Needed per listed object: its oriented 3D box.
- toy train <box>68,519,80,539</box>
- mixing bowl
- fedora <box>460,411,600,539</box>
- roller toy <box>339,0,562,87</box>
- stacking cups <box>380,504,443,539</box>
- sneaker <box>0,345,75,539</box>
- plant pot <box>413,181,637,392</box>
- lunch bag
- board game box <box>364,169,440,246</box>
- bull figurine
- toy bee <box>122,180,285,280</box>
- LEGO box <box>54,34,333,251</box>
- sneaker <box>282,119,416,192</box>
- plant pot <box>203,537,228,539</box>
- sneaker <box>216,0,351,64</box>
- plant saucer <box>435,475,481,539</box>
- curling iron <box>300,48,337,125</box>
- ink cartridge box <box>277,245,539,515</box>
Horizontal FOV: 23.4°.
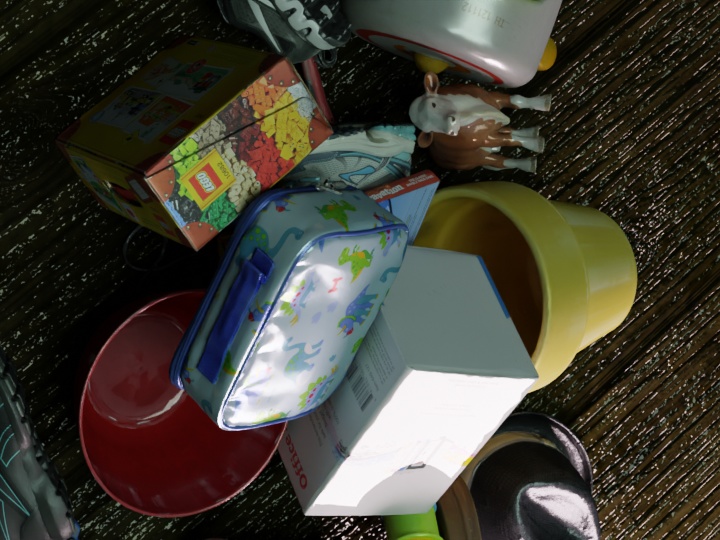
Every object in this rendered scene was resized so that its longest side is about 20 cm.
[{"bbox_3d":[-0.234,0.277,1.557,0.046,0.034,0.200,-48,124,-15],"label":"toy train"},{"bbox_3d":[-0.170,0.100,1.497,0.199,0.108,0.202,-10,109,-30],"label":"mixing bowl"},{"bbox_3d":[0.180,0.244,1.769,0.200,0.091,0.202,-10,110,-29],"label":"fedora"},{"bbox_3d":[0.080,-0.237,1.504,0.200,0.181,0.141,16,93,-75],"label":"roller toy"},{"bbox_3d":[0.041,0.206,1.620,0.060,0.201,0.061,-7,146,-5],"label":"stacking cups"},{"bbox_3d":[-0.304,0.146,1.448,0.079,0.075,0.201,-20,104,-4],"label":"sneaker"},{"bbox_3d":[0.157,0.013,1.635,0.188,0.200,0.202,-9,110,-45],"label":"plant pot"},{"bbox_3d":[-0.058,0.027,1.384,0.160,0.082,0.201,-10,133,-53],"label":"lunch bag"},{"bbox_3d":[0.000,0.000,1.556,0.103,0.019,0.201,-23,148,-39],"label":"board game box"},{"bbox_3d":[0.103,-0.128,1.549,0.121,0.200,0.066,8,86,2],"label":"bull figurine"},{"bbox_3d":[-0.086,-0.008,1.518,0.199,0.109,0.132,-30,120,-21],"label":"toy bee"},{"bbox_3d":[-0.137,-0.108,1.397,0.149,0.200,0.077,-42,118,-15],"label":"LEGO box"},{"bbox_3d":[-0.017,-0.082,1.502,0.199,0.077,0.087,-11,102,-49],"label":"sneaker"},{"bbox_3d":[-0.048,0.336,1.608,0.194,0.200,0.202,-2,106,-40],"label":"plant pot"},{"bbox_3d":[-0.099,-0.252,1.456,0.200,0.090,0.067,53,34,-11],"label":"sneaker"},{"bbox_3d":[0.074,0.293,1.662,0.029,0.200,0.201,3,104,-15],"label":"plant saucer"},{"bbox_3d":[-0.023,-0.134,1.566,0.049,0.026,0.201,-20,115,-23],"label":"curling iron"},{"bbox_3d":[0.027,0.099,1.525,0.144,0.148,0.200,6,135,-35],"label":"ink cartridge box"}]
